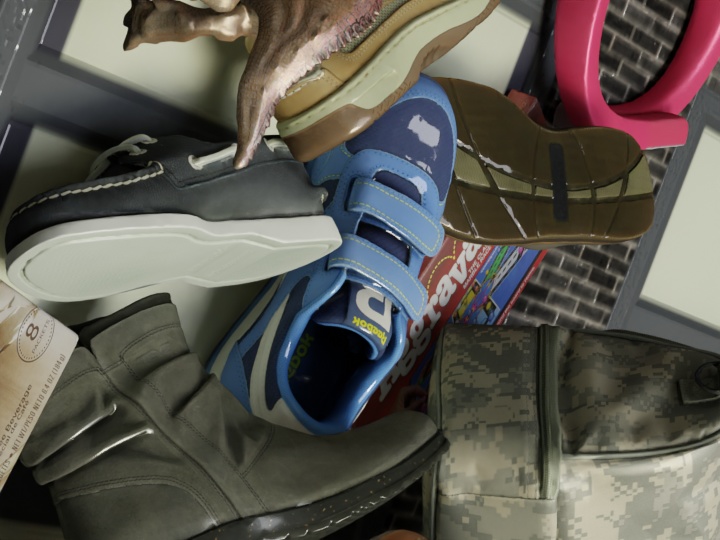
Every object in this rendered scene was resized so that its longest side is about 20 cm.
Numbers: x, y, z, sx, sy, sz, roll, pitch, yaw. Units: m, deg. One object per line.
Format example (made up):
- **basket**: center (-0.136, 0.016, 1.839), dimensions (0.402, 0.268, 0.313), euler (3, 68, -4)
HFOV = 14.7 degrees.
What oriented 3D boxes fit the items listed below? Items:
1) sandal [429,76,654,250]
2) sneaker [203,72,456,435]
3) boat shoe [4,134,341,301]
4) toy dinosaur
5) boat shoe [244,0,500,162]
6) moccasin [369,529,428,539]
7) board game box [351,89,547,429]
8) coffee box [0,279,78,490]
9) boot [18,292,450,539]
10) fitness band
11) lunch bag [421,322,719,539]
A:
- **sandal**: center (0.073, -0.050, 1.433), dimensions (0.200, 0.054, 0.082), euler (3, 81, -45)
- **sneaker**: center (0.000, 0.000, 1.309), dimensions (0.074, 0.082, 0.201), euler (28, 81, -25)
- **boat shoe**: center (-0.086, -0.027, 1.191), dimensions (0.200, 0.075, 0.061), euler (1, 66, -60)
- **toy dinosaur**: center (-0.024, -0.131, 1.135), dimensions (0.135, 0.201, 0.086), euler (7, 136, -22)
- **boat shoe**: center (0.007, -0.125, 1.274), dimensions (0.076, 0.072, 0.200), euler (56, 31, -10)
- **moccasin**: center (0.006, 0.222, 1.322), dimensions (0.074, 0.077, 0.202), euler (54, 48, -54)
- **board game box**: center (0.049, 0.011, 1.484), dimensions (0.200, 0.019, 0.103), euler (-57, 148, -20)
- **coffee box**: center (-0.201, 0.028, 1.010), dimensions (0.115, 0.079, 0.200), euler (-64, 151, -9)
- **boot**: center (-0.059, 0.063, 1.204), dimensions (0.200, 0.131, 0.068), euler (-23, 173, -37)
- **fitness band**: center (0.161, -0.141, 1.557), dimensions (0.200, 0.037, 0.144), euler (-5, 111, -59)
- **lunch bag**: center (0.119, 0.132, 1.458), dimensions (0.140, 0.167, 0.201), euler (-82, 173, -55)
